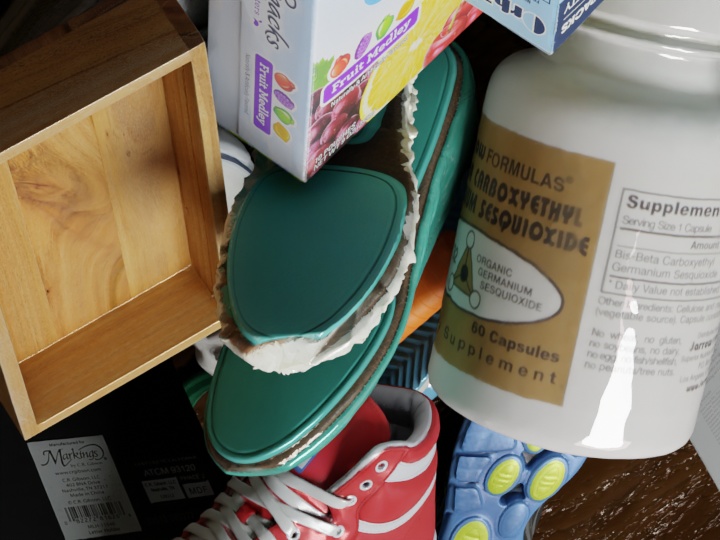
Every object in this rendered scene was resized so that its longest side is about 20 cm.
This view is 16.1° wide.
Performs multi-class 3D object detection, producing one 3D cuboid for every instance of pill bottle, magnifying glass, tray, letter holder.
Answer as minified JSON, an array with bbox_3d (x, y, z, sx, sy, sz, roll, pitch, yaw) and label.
[{"bbox_3d":[0.100,-0.035,1.032,0.114,0.114,0.201,-1,108,-41],"label":"pill bottle"},{"bbox_3d":[-0.021,0.051,1.162,0.200,0.080,0.022,-42,163,29],"label":"magnifying glass"},{"bbox_3d":[-0.098,-0.017,0.907,0.098,0.037,0.200,-30,155,-14],"label":"tray"},{"bbox_3d":[-0.177,0.126,1.132,0.199,0.101,0.142,-4,145,-38],"label":"letter holder"}]

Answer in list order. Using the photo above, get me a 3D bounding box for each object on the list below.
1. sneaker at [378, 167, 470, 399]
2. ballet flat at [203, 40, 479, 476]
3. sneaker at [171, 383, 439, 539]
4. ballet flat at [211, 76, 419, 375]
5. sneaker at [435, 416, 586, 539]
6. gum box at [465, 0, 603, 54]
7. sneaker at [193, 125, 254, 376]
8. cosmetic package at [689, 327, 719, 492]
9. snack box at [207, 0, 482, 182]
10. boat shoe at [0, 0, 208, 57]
[{"bbox_3d":[0.049,0.014,1.179,0.200,0.077,0.081,-41,151,24],"label":"sneaker"},{"bbox_3d":[0.000,0.000,1.036,0.201,0.067,0.070,-66,160,-12],"label":"ballet flat"},{"bbox_3d":[-0.045,0.111,1.071,0.199,0.071,0.113,-24,136,-36],"label":"sneaker"},{"bbox_3d":[-0.008,-0.026,0.945,0.071,0.201,0.072,7,137,7],"label":"ballet flat"},{"bbox_3d":[0.074,0.107,1.366,0.070,0.083,0.200,11,124,-9],"label":"sneaker"},{"bbox_3d":[0.106,-0.193,0.854,0.170,0.044,0.200,-47,160,-26],"label":"gum box"},{"bbox_3d":[-0.057,-0.001,1.061,0.073,0.071,0.200,-33,152,7],"label":"sneaker"},{"bbox_3d":[0.219,0.004,1.236,0.051,0.151,0.200,-4,143,-41],"label":"cosmetic package"},{"bbox_3d":[0.011,-0.140,0.863,0.142,0.053,0.200,-46,160,-28],"label":"snack box"},{"bbox_3d":[-0.102,-0.067,0.919,0.201,0.065,0.074,-35,152,10],"label":"boat shoe"}]
